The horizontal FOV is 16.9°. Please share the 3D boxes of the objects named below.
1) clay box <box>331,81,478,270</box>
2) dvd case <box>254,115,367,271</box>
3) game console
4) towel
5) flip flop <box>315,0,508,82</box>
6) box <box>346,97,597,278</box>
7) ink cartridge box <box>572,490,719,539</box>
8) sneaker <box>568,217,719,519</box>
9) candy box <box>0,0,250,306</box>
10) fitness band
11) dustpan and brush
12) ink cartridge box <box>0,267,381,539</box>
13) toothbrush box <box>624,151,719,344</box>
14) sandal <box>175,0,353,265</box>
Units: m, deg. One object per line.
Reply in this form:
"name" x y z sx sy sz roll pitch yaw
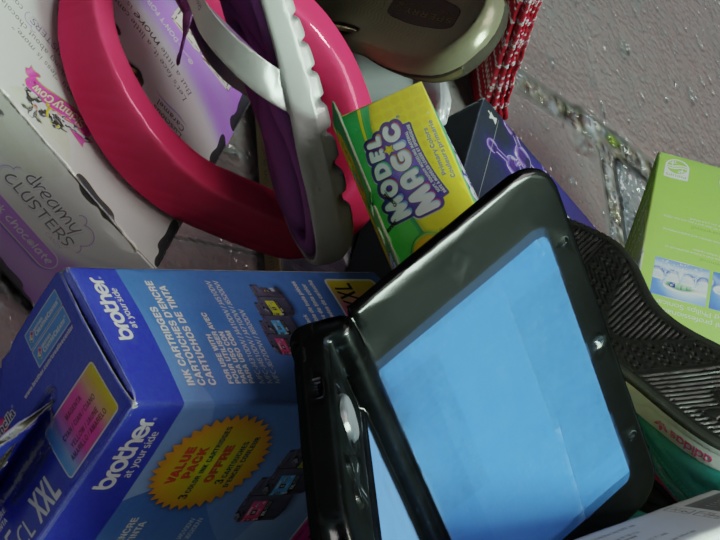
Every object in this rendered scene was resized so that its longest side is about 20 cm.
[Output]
"clay box" 0.040 -0.003 1.080 0.200 0.047 0.115 59 8 -71
"dvd case" 0.000 0.000 1.300 0.148 0.016 0.201 29 45 -43
"game console" 0.057 0.096 0.959 0.176 0.116 0.201 -98 167 -51
"towel" 0.088 -0.196 1.437 0.022 0.200 0.145 -1 61 -11
"flip flop" -0.015 -0.144 1.225 0.058 0.199 0.081 39 75 -49
"box" 0.063 0.028 1.284 0.141 0.079 0.201 45 37 -23
"ink cartridge box" 0.130 0.195 1.045 0.200 0.043 0.175 -5 101 -62
"sneaker" 0.130 0.066 1.210 0.083 0.121 0.200 -25 51 -29
"candy box" -0.139 -0.101 1.126 0.168 0.071 0.200 51 33 -19
"fitness band" -0.062 -0.082 1.126 0.199 0.037 0.145 21 54 -49
"dustpan and brush" 0.021 -0.121 1.283 0.200 0.057 0.140 -84 172 -61
"ink cartridge box" -0.084 0.070 0.988 0.199 0.137 0.077 3 44 -41
"toothbrush box" 0.179 0.055 1.377 0.086 0.146 0.201 14 43 1
"sandal" -0.055 -0.096 1.060 0.050 0.082 0.204 -21 91 -15
